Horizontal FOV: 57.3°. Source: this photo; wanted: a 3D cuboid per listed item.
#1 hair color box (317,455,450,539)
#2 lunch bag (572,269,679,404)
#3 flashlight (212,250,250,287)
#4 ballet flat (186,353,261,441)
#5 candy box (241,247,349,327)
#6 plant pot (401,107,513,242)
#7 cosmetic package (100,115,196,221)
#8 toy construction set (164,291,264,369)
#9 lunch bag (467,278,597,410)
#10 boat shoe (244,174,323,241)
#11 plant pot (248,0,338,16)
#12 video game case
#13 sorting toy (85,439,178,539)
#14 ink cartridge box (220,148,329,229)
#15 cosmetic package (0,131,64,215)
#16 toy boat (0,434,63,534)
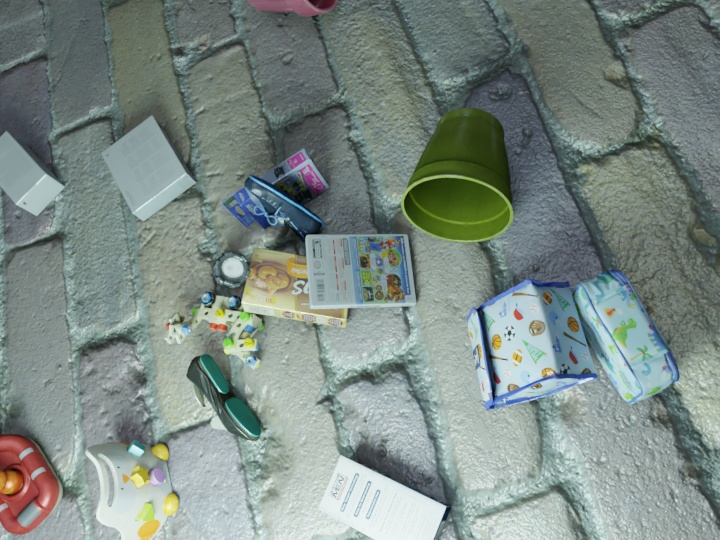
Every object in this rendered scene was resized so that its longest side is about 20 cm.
[{"bbox_3d":[0.040,0.399,1.107,0.199,0.061,0.100,20,77,22],"label":"hair color box"},{"bbox_3d":[0.413,0.106,1.051,0.082,0.161,0.201,-25,67,0],"label":"lunch bag"},{"bbox_3d":[-0.256,0.001,1.272,0.067,0.200,0.068,-17,92,-18],"label":"flashlight"},{"bbox_3d":[-0.263,0.251,1.249,0.068,0.068,0.200,-43,72,17],"label":"ballet flat"},{"bbox_3d":[-0.115,0.033,1.254,0.199,0.055,0.116,10,68,-1],"label":"candy box"},{"bbox_3d":[0.189,-0.188,1.218,0.199,0.201,0.194,4,60,18],"label":"plant pot"},{"bbox_3d":[-0.483,-0.234,1.499,0.151,0.052,0.200,-34,65,0],"label":"cosmetic package"},{"bbox_3d":[-0.278,0.111,1.297,0.199,0.092,0.132,11,74,8],"label":"toy construction set"},{"bbox_3d":[0.258,0.128,1.089,0.200,0.123,0.171,-36,55,50],"label":"lunch bag"},{"bbox_3d":[-0.151,-0.111,1.275,0.069,0.200,0.084,-51,39,5],"label":"boat shoe"},{"bbox_3d":[-0.168,-0.675,1.501,0.178,0.200,0.201,2,71,34],"label":"plant pot"},{"bbox_3d":[0.000,0.000,1.240,0.199,0.018,0.144,-1,69,-12],"label":"video game case"},{"bbox_3d":[-0.426,0.385,1.185,0.106,0.180,0.201,-24,66,7],"label":"sorting toy"},{"bbox_3d":[-0.170,-0.154,1.338,0.199,0.119,0.042,-31,64,4],"label":"ink cartridge box"},{"bbox_3d":[-0.815,-0.234,1.586,0.101,0.071,0.200,-47,65,-4],"label":"cosmetic package"},{"bbox_3d":[-0.687,0.409,1.281,0.131,0.131,0.200,-46,65,-4],"label":"toy boat"}]
